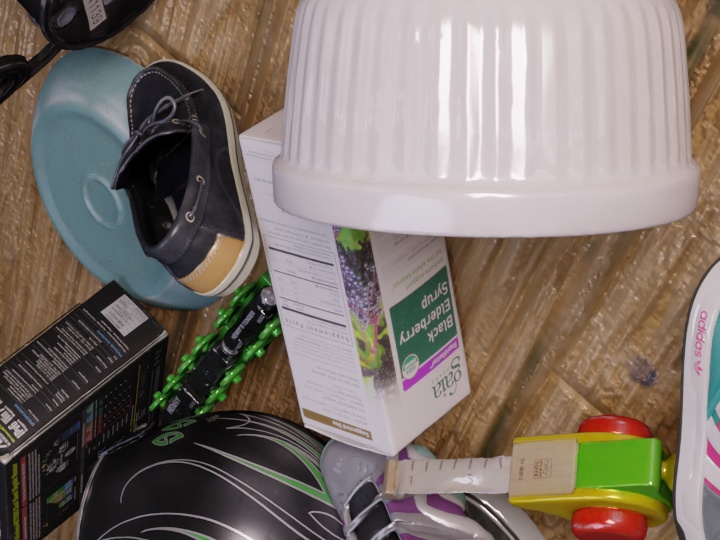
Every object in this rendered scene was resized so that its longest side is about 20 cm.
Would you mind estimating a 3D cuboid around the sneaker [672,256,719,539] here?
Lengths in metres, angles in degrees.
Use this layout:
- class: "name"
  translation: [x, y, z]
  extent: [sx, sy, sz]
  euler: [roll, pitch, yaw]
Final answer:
- class: "sneaker"
  translation: [0.223, 0.096, 0.834]
  extent: [0.120, 0.083, 0.201]
  euler: [27, 134, 45]

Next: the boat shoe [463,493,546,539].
- class: "boat shoe"
  translation: [0.094, 0.221, 1.074]
  extent: [0.071, 0.064, 0.201]
  euler: [-23, 98, 52]

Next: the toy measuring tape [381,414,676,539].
- class: "toy measuring tape"
  translation: [0.109, 0.122, 0.967]
  extent: [0.199, 0.074, 0.074]
  euler: [-9, 111, 35]

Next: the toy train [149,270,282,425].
- class: "toy train"
  translation: [-0.089, 0.056, 1.159]
  extent: [0.042, 0.056, 0.200]
  euler: [47, 141, 5]

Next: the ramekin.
- class: "ramekin"
  translation: [0.058, -0.083, 0.787]
  extent: [0.199, 0.199, 0.106]
  euler: [11, 106, 43]

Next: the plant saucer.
- class: "plant saucer"
  translation: [-0.167, -0.054, 1.181]
  extent: [0.199, 0.036, 0.201]
  euler: [28, 135, 31]

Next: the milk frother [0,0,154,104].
- class: "milk frother"
  translation: [-0.237, -0.197, 1.020]
  extent: [0.188, 0.200, 0.181]
  euler: [43, 145, 16]

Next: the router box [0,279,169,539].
- class: "router box"
  translation: [-0.218, 0.114, 1.237]
  extent: [0.062, 0.150, 0.200]
  euler: [42, 151, 15]

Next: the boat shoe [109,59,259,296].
- class: "boat shoe"
  translation: [-0.114, -0.066, 1.029]
  extent: [0.075, 0.062, 0.201]
  euler: [-46, 40, 24]

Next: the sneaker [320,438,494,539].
- class: "sneaker"
  translation: [0.017, 0.170, 1.001]
  extent: [0.200, 0.140, 0.078]
  euler: [44, 114, 28]

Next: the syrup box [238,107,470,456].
- class: "syrup box"
  translation: [0.000, 0.000, 1.003]
  extent: [0.081, 0.079, 0.201]
  euler: [14, 126, 41]

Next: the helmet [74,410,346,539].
- class: "helmet"
  translation: [-0.077, 0.194, 1.142]
  extent: [0.189, 0.200, 0.201]
  euler: [0, 121, 16]
